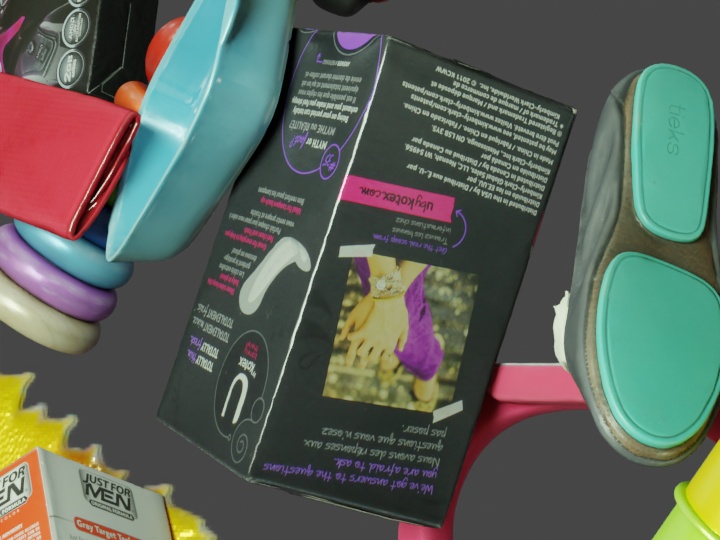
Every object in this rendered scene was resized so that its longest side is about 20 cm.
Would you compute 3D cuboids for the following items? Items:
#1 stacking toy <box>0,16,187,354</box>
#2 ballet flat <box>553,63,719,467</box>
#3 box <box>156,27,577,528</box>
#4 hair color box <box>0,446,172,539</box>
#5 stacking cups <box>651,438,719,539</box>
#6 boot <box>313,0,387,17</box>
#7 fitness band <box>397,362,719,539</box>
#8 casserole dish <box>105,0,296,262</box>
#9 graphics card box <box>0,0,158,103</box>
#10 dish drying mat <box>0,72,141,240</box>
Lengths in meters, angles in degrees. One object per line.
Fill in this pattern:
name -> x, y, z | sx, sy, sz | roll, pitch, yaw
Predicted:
stacking toy -> -0.137, -0.056, 0.966 | 0.085, 0.085, 0.200 | 39, 99, 39
ballet flat -> 0.116, 0.005, 0.718 | 0.073, 0.073, 0.201 | -19, 45, 35
box -> 0.000, 0.000, 0.794 | 0.122, 0.106, 0.201 | 20, 91, 63
hair color box -> -0.133, 0.198, 0.858 | 0.061, 0.101, 0.201 | -32, 53, 22
stacking cups -> 0.118, 0.147, 0.674 | 0.061, 0.060, 0.200 | 45, 115, 38
boot -> -0.046, -0.186, 0.933 | 0.200, 0.144, 0.073 | -100, 28, -69
fitness band -> 0.100, 0.114, 0.749 | 0.199, 0.037, 0.144 | 0, 81, 41
casserole dish -> -0.078, -0.077, 0.845 | 0.200, 0.039, 0.122 | 132, 152, -53
graphics card box -> -0.209, -0.153, 1.068 | 0.199, 0.051, 0.126 | -1, 77, 39
dish drying mat -> -0.191, -0.069, 0.965 | 0.200, 0.018, 0.077 | 19, 79, 49
